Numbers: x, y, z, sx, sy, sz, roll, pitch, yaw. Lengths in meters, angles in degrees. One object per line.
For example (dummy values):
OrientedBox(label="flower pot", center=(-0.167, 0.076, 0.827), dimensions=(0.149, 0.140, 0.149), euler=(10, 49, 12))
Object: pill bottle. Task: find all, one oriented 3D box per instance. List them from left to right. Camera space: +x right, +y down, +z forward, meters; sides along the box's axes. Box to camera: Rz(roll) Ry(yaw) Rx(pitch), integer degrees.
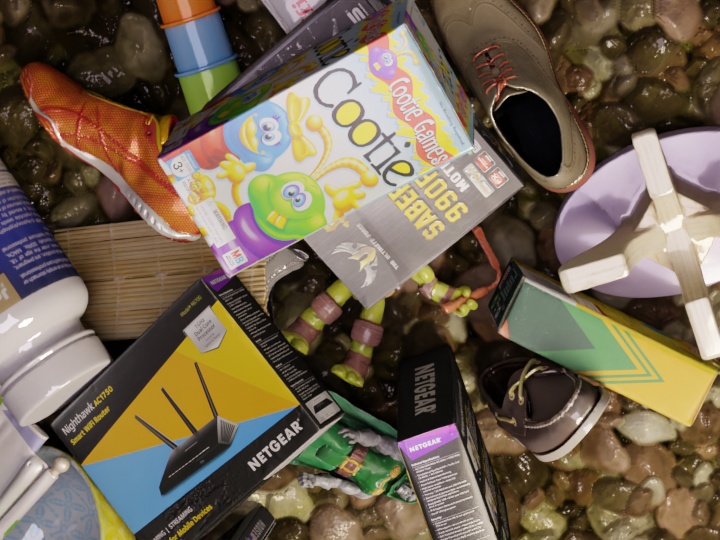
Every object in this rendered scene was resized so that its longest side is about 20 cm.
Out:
OrientedBox(label="pill bottle", center=(-0.286, 0.015, 1.568), dimensions=(0.119, 0.120, 0.200), euler=(-37, 83, 13))

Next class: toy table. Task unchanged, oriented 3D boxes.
OrientedBox(label="toy table", center=(0.247, -0.034, 1.540), dimensions=(0.199, 0.117, 0.184), euler=(-29, 102, 13))

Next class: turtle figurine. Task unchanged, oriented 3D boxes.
OrientedBox(label="turtle figurine", center=(0.000, 0.000, 1.592), dimensions=(0.199, 0.064, 0.162), euler=(33, 87, -16))

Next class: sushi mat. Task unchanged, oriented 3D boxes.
OrientedBox(label="sushi mat", center=(-0.161, 0.006, 1.587), dimensions=(0.199, 0.012, 0.096), euler=(-5, 82, 26))

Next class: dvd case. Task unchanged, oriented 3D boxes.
OrientedBox(label="dvd case", center=(-0.161, 0.283, 1.645), dimensions=(0.200, 0.150, 0.025), euler=(-42, 92, 14))

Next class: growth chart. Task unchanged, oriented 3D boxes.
OrientedBox(label="growth chart", center=(-0.321, 0.121, 1.640), dimensions=(0.145, 0.018, 0.200), euler=(-41, 72, 18))

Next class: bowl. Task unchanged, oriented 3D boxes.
OrientedBox(label="bowl", center=(-0.248, 0.255, 1.654), dimensions=(0.200, 0.200, 0.107), euler=(-48, 141, 15))

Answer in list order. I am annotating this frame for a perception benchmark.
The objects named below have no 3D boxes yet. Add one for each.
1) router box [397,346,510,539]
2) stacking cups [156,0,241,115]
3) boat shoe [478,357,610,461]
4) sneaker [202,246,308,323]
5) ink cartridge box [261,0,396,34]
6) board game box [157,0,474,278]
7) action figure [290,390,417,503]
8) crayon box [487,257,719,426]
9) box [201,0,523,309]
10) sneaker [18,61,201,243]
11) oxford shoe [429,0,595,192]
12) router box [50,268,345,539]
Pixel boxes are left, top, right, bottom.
OrientedBox(label="router box", center=(0.074, 0.161, 1.558), dimensions=(0.051, 0.200, 0.150), euler=(-18, 103, 6))
OrientedBox(label="stacking cups", center=(-0.130, -0.177, 1.557), dimensions=(0.060, 0.061, 0.201), euler=(-18, 103, 9))
OrientedBox(label="boat shoe", center=(0.138, 0.101, 1.549), dimensions=(0.059, 0.200, 0.072), euler=(43, 84, -6))
OrientedBox(label="sneaker", center=(-0.107, 0.055, 1.614), dimensions=(0.082, 0.075, 0.201), euler=(23, 106, -2))
OrientedBox(label="ink cartridge box", center=(0.006, -0.272, 1.506), dimensions=(0.199, 0.083, 0.146), euler=(-33, 102, 14))
OrientedBox(label="board game box", center=(-0.029, -0.097, 1.418), dimensions=(0.199, 0.105, 0.103), euler=(-27, 105, 12))
OrientedBox(label="action figure", center=(-0.028, 0.142, 1.626), dimensions=(0.199, 0.055, 0.118), euler=(28, 119, -24))
OrientedBox(label="crayon box", center=(0.201, 0.061, 1.562), dimensions=(0.199, 0.127, 0.051), euler=(26, 96, -2))
OrientedBox(label="box", center=(0.001, -0.095, 1.498), dimensions=(0.158, 0.048, 0.200), euler=(-38, 104, 14))
OrientedBox(label="sneaker", center=(-0.184, -0.106, 1.565), dimensions=(0.200, 0.073, 0.077), euler=(39, 103, 10))
OrientedBox(label="oxford shoe", center=(0.114, -0.152, 1.520), dimensions=(0.070, 0.075, 0.200), euler=(-36, 81, 14))
OrientedBox(label="router box", center=(-0.130, 0.116, 1.552), dimensions=(0.200, 0.051, 0.149), euler=(-43, 82, 28))
